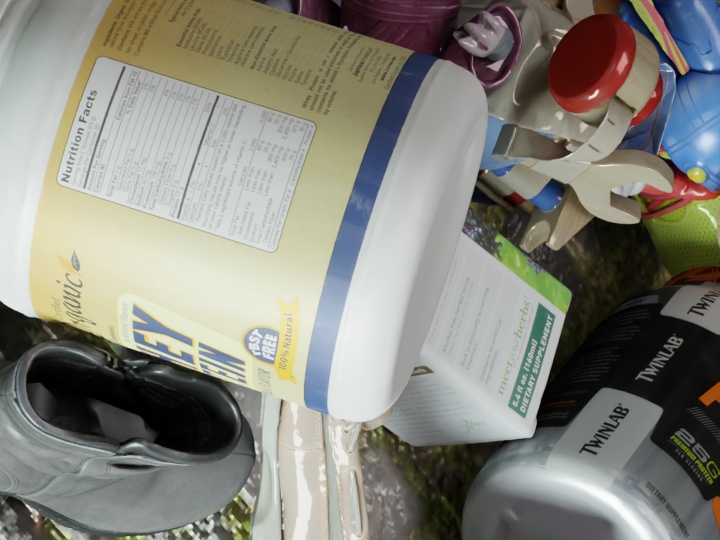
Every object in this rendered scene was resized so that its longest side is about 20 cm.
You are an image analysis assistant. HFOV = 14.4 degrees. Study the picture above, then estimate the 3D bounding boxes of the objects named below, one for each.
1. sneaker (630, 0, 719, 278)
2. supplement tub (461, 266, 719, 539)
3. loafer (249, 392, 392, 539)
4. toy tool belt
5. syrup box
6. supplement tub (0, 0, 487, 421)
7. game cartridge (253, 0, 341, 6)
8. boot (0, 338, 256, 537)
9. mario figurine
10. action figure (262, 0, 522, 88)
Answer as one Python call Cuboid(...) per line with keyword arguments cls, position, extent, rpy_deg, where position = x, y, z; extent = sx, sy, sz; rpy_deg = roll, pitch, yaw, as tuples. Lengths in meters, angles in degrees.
Cuboid(cls="sneaker", position=(0.146, -0.073, 1.474), extent=(0.090, 0.078, 0.201), rpy_deg=(-16, 85, -43))
Cuboid(cls="supplement tub", position=(0.144, 0.089, 1.403), extent=(0.200, 0.122, 0.123), rpy_deg=(-47, 116, -45))
Cuboid(cls="loafer", position=(-0.013, 0.069, 1.223), extent=(0.072, 0.062, 0.201), rpy_deg=(-91, -175, -70))
Cuboid(cls="toy tool belt", position=(0.091, -0.073, 1.329), extent=(0.123, 0.199, 0.126), rpy_deg=(30, 74, -36))
Cuboid(cls="syrup box", position=(0.000, 0.000, 1.309), extent=(0.200, 0.081, 0.079), rpy_deg=(38, 59, -36))
Cuboid(cls="supplement tub", position=(-0.063, -0.036, 1.102), extent=(0.144, 0.199, 0.145), rpy_deg=(18, 90, -83))
Cuboid(cls="game cartridge", position=(0.014, -0.176, 1.323), extent=(0.200, 0.130, 0.038), rpy_deg=(-26, 67, -43))
Cuboid(cls="boot", position=(-0.090, 0.071, 1.174), extent=(0.199, 0.131, 0.070), rpy_deg=(7, 79, -44))
Cuboid(cls="mario figurine", position=(0.182, -0.060, 1.383), extent=(0.106, 0.123, 0.200), rpy_deg=(-38, 92, -33))
Cuboid(cls="action figure", position=(0.013, -0.135, 1.221), extent=(0.149, 0.133, 0.201), rpy_deg=(-51, 154, -64))
